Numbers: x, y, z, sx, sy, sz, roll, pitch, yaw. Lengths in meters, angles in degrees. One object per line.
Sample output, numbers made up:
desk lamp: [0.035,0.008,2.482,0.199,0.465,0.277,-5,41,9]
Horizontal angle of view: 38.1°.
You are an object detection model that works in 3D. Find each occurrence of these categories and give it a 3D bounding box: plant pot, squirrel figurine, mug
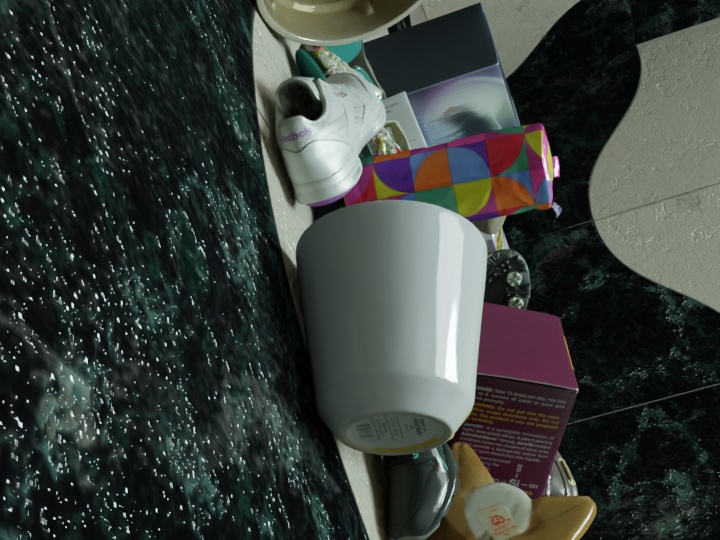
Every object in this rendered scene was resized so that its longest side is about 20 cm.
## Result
plant pot: [-0.034,-0.353,1.003,0.184,0.200,0.201,67,6,28]
squirrel figurine: [0.109,0.290,0.906,0.200,0.141,0.187,-51,147,-45]
mug: [0.039,0.057,0.787,0.186,0.149,0.154,21,52,-31]

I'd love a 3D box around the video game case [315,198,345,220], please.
video game case: [0.000,0.000,1.011,0.200,0.025,0.181,-92,162,-53]

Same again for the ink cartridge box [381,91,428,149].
ink cartridge box: [0.052,-0.075,1.147,0.146,0.084,0.201,42,25,-84]

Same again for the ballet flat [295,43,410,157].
ballet flat: [0.004,-0.148,1.056,0.200,0.064,0.076,62,-21,5]

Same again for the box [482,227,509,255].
box: [0.156,-0.029,1.283,0.200,0.041,0.039,48,47,-72]

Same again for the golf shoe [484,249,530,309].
golf shoe: [0.149,0.041,1.220,0.088,0.077,0.200,-74,176,-48]

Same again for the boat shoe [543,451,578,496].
boat shoe: [0.189,0.211,1.150,0.200,0.059,0.072,-104,-153,-78]

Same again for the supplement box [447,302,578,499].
supplement box: [0.129,0.151,1.014,0.131,0.103,0.201,-85,-174,-61]

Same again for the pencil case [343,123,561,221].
pencil case: [0.083,-0.079,0.956,0.088,0.199,0.089,-8,90,-80]

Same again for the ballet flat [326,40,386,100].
ballet flat: [-0.026,-0.242,1.195,0.064,0.067,0.200,46,-10,40]

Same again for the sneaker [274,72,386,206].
sneaker: [-0.028,-0.143,0.925,0.200,0.075,0.100,-79,149,-56]

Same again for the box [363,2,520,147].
box: [0.101,-0.220,1.397,0.199,0.199,0.124,58,19,-52]

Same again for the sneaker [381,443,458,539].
sneaker: [0.036,0.137,0.898,0.079,0.075,0.200,33,44,-29]

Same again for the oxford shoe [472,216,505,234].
oxford shoe: [0.114,-0.085,1.097,0.200,0.070,0.075,-96,-171,-77]
